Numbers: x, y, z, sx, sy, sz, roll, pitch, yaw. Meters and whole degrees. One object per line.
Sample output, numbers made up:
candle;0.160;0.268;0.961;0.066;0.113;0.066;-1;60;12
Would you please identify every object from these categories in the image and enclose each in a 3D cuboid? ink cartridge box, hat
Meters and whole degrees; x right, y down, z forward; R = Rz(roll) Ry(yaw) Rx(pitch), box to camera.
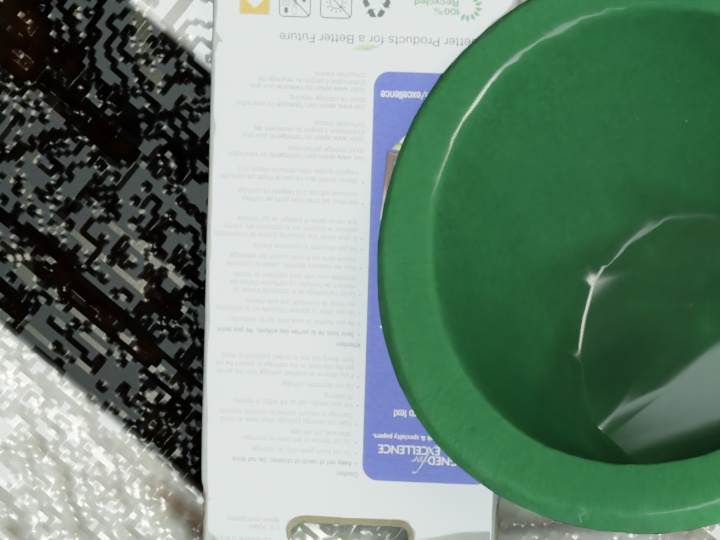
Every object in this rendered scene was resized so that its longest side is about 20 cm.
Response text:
ink cartridge box;0.000;0.000;0.897;0.094;0.037;0.201;2;94;4
hat;0.109;0.029;0.892;0.165;0.176;0.201;-4;69;18
